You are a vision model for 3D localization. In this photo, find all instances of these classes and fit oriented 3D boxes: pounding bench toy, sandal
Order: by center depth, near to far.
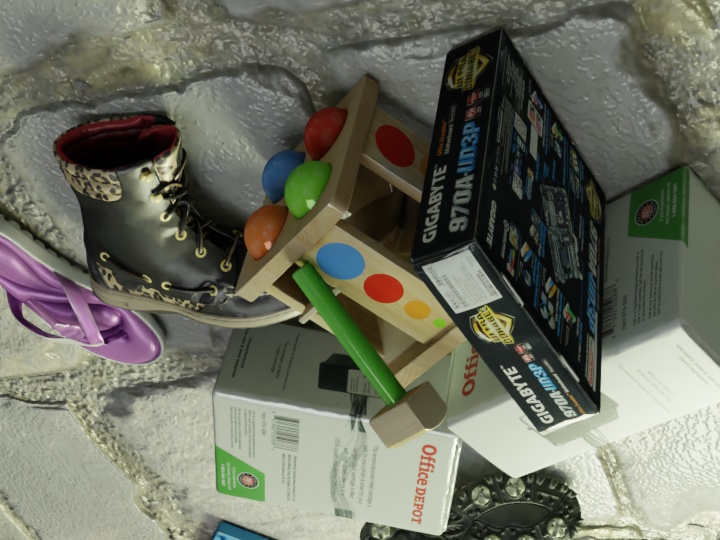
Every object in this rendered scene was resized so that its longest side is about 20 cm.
[{"bbox_3d":[0.000,0.000,0.908,0.155,0.202,0.124,32,135,-19],"label":"pounding bench toy"},{"bbox_3d":[-0.253,0.030,1.120,0.202,0.050,0.082,36,133,-21],"label":"sandal"}]

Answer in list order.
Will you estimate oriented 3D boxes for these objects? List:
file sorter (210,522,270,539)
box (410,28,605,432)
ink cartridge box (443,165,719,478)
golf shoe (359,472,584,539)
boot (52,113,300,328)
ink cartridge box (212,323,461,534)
[{"bbox_3d":[-0.081,0.370,1.371,0.198,0.124,0.139,21,137,-8],"label":"file sorter"},{"bbox_3d":[0.100,-0.029,0.851,0.046,0.202,0.159,-19,129,28],"label":"box"},{"bbox_3d":[0.162,0.040,0.945,0.199,0.148,0.083,-27,125,37],"label":"ink cartridge box"},{"bbox_3d":[0.097,0.221,1.215,0.197,0.078,0.088,-9,177,3],"label":"golf shoe"},{"bbox_3d":[-0.126,-0.037,1.004,0.197,0.074,0.152,6,137,18],"label":"boot"},{"bbox_3d":[-0.015,0.130,1.121,0.197,0.084,0.148,11,137,4],"label":"ink cartridge box"}]
